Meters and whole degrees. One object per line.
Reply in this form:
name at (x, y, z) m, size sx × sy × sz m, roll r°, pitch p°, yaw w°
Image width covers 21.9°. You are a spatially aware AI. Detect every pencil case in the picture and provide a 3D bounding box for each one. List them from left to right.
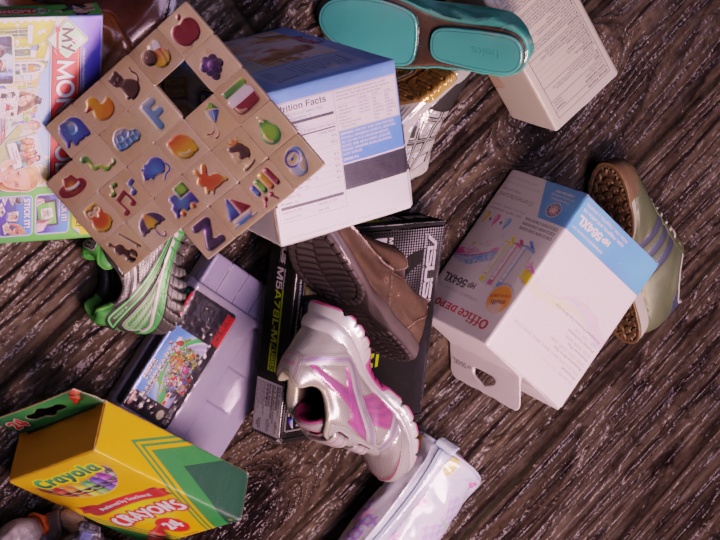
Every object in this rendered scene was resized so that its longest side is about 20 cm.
pencil case at (0.032, 0.254, 1.825) m, size 0.200 × 0.083 × 0.091 m, roll -51°, pitch 146°, yaw -11°

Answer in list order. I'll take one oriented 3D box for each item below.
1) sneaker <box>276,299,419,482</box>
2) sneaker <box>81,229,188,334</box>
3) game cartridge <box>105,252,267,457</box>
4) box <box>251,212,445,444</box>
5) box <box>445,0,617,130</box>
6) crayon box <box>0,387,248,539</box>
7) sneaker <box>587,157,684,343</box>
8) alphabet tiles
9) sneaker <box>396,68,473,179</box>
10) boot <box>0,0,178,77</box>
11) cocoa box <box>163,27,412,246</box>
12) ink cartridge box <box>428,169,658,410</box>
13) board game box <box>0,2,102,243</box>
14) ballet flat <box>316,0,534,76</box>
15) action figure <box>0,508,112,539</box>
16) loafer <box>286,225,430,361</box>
sneaker at (-0.019, 0.124, 1.672) m, size 0.088 × 0.081 × 0.200 m, roll -45°, pitch 124°, yaw -23°
sneaker at (-0.192, -0.039, 1.599) m, size 0.085 × 0.078 × 0.201 m, roll -2°, pitch 106°, yaw -31°
game cartridge at (-0.146, 0.093, 1.696) m, size 0.129 × 0.038 × 0.201 m, roll 36°, pitch 84°, yaw -39°
box at (-0.010, 0.050, 1.740) m, size 0.192 × 0.047 × 0.201 m, roll -4°, pitch 106°, yaw -43°
box at (0.152, -0.240, 1.758) m, size 0.095 × 0.078 × 0.200 m, roll -42°, pitch 122°, yaw -16°
crayon box at (-0.213, 0.174, 1.619) m, size 0.200 × 0.127 × 0.051 m, roll 31°, pitch 53°, yaw -34°
sneaker at (0.290, -0.031, 1.923) m, size 0.090 × 0.067 × 0.201 m, roll -25°, pitch 117°, yaw -33°
alphabet tiles at (-0.152, -0.090, 1.485) m, size 0.200 × 0.008 × 0.167 m, roll -37°, pitch 99°, yaw 24°
sneaker at (0.042, -0.137, 1.735) m, size 0.200 × 0.076 × 0.088 m, roll -48°, pitch 141°, yaw -10°
boot at (-0.259, -0.220, 1.521) m, size 0.199 × 0.069 × 0.189 m, roll 17°, pitch 107°, yaw -30°
cocoa box at (-0.066, -0.120, 1.580) m, size 0.133 × 0.200 × 0.132 m, roll -18°, pitch 113°, yaw -26°
ink cartridge box at (0.164, 0.027, 1.815) m, size 0.125 × 0.128 × 0.200 m, roll 41°, pitch 81°, yaw -34°
board game box at (-0.280, -0.117, 1.509) m, size 0.134 × 0.029 × 0.201 m, roll -5°, pitch 120°, yaw -19°
ballet flat at (0.061, -0.217, 1.689) m, size 0.199 × 0.070 × 0.068 m, roll 12°, pitch 115°, yaw 10°
action figure at (-0.250, 0.281, 1.664) m, size 0.193 × 0.105 × 0.200 m, roll 28°, pitch 120°, yaw -25°
loafer at (0.000, 0.000, 1.660) m, size 0.071 × 0.073 × 0.200 m, roll -63°, pitch 141°, yaw -26°
